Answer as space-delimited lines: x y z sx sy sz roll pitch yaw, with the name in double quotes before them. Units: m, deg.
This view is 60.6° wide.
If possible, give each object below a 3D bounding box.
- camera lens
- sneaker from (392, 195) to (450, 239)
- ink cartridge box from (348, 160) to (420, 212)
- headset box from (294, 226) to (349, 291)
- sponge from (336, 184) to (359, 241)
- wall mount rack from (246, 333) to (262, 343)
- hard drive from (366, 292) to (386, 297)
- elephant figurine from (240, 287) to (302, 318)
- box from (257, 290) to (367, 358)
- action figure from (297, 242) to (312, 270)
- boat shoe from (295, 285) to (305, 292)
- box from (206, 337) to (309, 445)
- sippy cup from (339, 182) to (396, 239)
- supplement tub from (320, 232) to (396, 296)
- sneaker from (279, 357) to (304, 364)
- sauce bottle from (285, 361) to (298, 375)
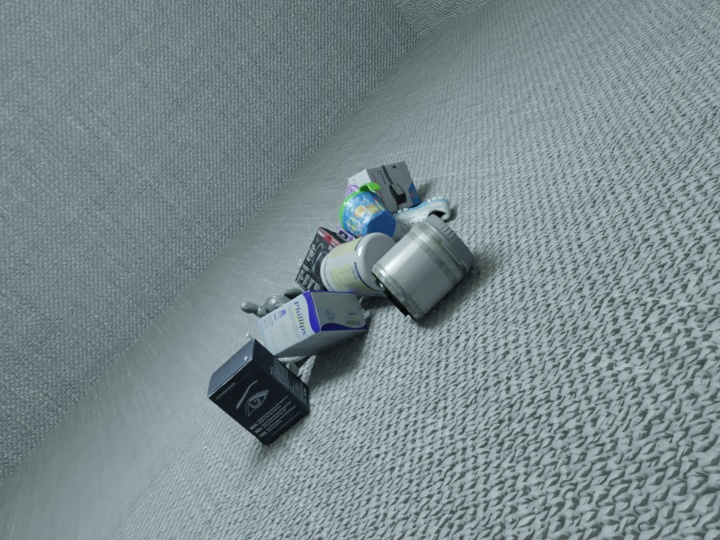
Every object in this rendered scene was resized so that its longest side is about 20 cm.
"camera lens" 0.137 -0.004 1.379 0.200 0.160 0.160 -43 20 1
"sneaker" 0.156 -0.134 1.684 0.198 0.075 0.087 -27 27 12
"ink cartridge box" 0.075 -0.240 1.865 0.083 0.147 0.199 -21 1 43
"headset box" -0.092 -0.020 1.775 0.149 0.077 0.202 37 104 50
"sponge" -0.016 -0.138 1.796 0.111 0.030 0.203 34 119 42
"wall mount rack" -0.290 0.201 1.904 0.200 0.075 0.174 -44 20 1
"hard drive" 0.099 -0.012 1.658 0.201 0.025 0.131 -52 22 -19
"elephant figurine" -0.207 0.117 1.730 0.156 0.200 0.141 -49 21 -16
"box" -0.120 0.136 1.531 0.199 0.106 0.183 -29 -20 33
"action figure" -0.158 -0.035 2.081 0.199 0.102 0.120 -24 39 39
"boat shoe" -0.152 0.067 1.909 0.198 0.064 0.071 -27 7 -24
"box" -0.238 0.287 1.460 0.148 0.200 0.105 -39 21 11
"sippy cup" 0.028 -0.135 1.669 0.139 0.178 0.130 -40 37 -6
"supplement tub" -0.001 -0.009 1.595 0.199 0.145 0.146 -15 34 52
"sneaker" -0.225 0.246 1.704 0.197 0.074 0.112 -18 -25 -5
"sauce bottle" -0.249 0.303 1.643 0.199 0.066 0.066 -36 21 25
